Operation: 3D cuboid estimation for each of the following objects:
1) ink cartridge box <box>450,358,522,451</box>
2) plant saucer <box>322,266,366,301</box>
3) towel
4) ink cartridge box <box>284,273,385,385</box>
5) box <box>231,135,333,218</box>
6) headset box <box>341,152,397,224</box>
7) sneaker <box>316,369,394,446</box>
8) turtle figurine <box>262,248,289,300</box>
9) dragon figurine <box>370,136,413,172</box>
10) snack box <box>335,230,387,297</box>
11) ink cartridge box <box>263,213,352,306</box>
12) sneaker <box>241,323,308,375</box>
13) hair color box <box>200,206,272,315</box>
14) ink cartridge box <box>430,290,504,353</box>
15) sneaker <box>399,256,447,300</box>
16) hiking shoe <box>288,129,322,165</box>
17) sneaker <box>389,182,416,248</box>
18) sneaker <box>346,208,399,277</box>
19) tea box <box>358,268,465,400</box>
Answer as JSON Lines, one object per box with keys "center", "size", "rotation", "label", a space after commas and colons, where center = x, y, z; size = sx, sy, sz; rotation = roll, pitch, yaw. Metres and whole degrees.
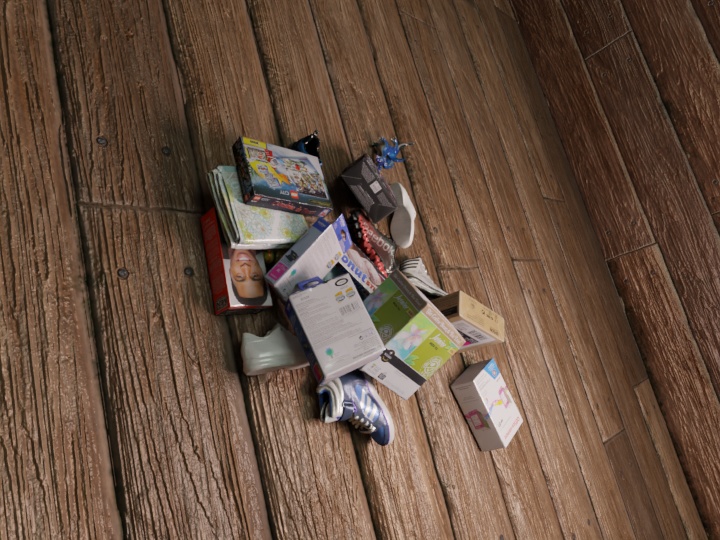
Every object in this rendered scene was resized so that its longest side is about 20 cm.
{"center": [0.351, 0.369, 1.476], "size": [0.144, 0.084, 0.202], "rotation": [-27, 92, -50], "label": "ink cartridge box"}
{"center": [-0.026, 0.070, 1.263], "size": [0.199, 0.038, 0.204], "rotation": [23, 56, -38], "label": "plant saucer"}
{"center": [-0.199, -0.123, 1.074], "size": [0.198, 0.048, 0.173], "rotation": [-4, 67, -46], "label": "towel"}
{"center": [-0.057, 0.097, 1.031], "size": [0.135, 0.076, 0.202], "rotation": [-20, 74, -23], "label": "ink cartridge box"}
{"center": [-0.156, -0.187, 1.096], "size": [0.198, 0.038, 0.138], "rotation": [6, 59, -44], "label": "box"}
{"center": [0.026, -0.218, 1.389], "size": [0.149, 0.075, 0.200], "rotation": [54, 11, -13], "label": "headset box"}
{"center": [-0.022, 0.304, 1.125], "size": [0.145, 0.080, 0.203], "rotation": [-25, 93, -41], "label": "sneaker"}
{"center": [-0.150, -0.039, 1.141], "size": [0.160, 0.064, 0.204], "rotation": [0, 81, -42], "label": "turtle figurine"}
{"center": [0.091, -0.336, 1.579], "size": [0.198, 0.058, 0.101], "rotation": [-10, 78, -48], "label": "dragon figurine"}
{"center": [0.000, 0.000, 1.271], "size": [0.200, 0.024, 0.072], "rotation": [45, 52, -20], "label": "snack box"}
{"center": [-0.101, -0.022, 1.097], "size": [0.200, 0.042, 0.120], "rotation": [-47, 152, -15], "label": "ink cartridge box"}
{"center": [-0.144, 0.148, 1.061], "size": [0.198, 0.075, 0.090], "rotation": [3, 65, -44], "label": "sneaker"}
{"center": [-0.245, -0.018, 1.056], "size": [0.101, 0.061, 0.203], "rotation": [1, 70, -46], "label": "hair color box"}
{"center": [0.263, 0.143, 1.436], "size": [0.199, 0.164, 0.076], "rotation": [29, 53, -33], "label": "ink cartridge box"}
{"center": [0.186, 0.026, 1.482], "size": [0.199, 0.075, 0.117], "rotation": [27, 54, -33], "label": "sneaker"}
{"center": [-0.131, -0.233, 1.268], "size": [0.074, 0.086, 0.203], "rotation": [12, 62, -42], "label": "hiking shoe"}
{"center": [0.130, -0.150, 1.524], "size": [0.088, 0.074, 0.203], "rotation": [27, 50, -50], "label": "sneaker"}
{"center": [0.038, -0.069, 1.359], "size": [0.097, 0.071, 0.203], "rotation": [-26, 91, -22], "label": "sneaker"}
{"center": [0.089, 0.143, 1.171], "size": [0.200, 0.197, 0.134], "rotation": [41, 6, -45], "label": "tea box"}
